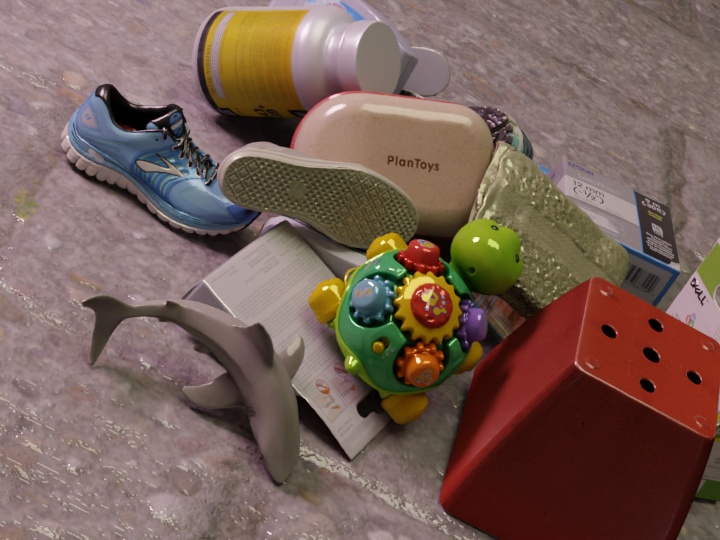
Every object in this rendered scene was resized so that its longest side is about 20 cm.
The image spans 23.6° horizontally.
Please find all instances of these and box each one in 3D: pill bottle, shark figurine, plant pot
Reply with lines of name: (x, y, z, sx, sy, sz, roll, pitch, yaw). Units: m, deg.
pill bottle: (-0.063, -0.209, 1.726, 0.198, 0.113, 0.112, 5, 16, 35)
shark figurine: (-0.114, 0.056, 1.389, 0.214, 0.090, 0.129, 35, 60, -4)
plant pot: (0.208, 0.129, 1.489, 0.199, 0.177, 0.200, 27, 37, -4)

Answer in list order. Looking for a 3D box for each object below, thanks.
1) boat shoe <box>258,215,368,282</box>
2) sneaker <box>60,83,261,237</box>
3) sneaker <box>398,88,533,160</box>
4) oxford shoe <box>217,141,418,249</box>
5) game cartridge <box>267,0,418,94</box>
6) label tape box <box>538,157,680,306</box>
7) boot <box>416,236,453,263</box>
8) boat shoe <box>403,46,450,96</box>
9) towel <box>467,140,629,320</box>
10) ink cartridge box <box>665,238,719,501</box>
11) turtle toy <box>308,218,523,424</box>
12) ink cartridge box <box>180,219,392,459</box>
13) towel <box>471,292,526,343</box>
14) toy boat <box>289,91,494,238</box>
boat shoe: (0.000, 0.000, 1.608, 0.199, 0.072, 0.071, 34, 36, 10)
sneaker: (-0.176, -0.104, 1.589, 0.199, 0.090, 0.079, 27, 32, -8)
sneaker: (0.087, -0.131, 1.767, 0.199, 0.078, 0.086, 16, -4, 35)
oxford shoe: (-0.039, -0.072, 1.571, 0.198, 0.076, 0.058, 15, 13, -19)
game cartridge: (-0.035, -0.227, 1.801, 0.199, 0.134, 0.040, 36, 7, 34)
label tape box: (0.276, -0.060, 1.930, 0.142, 0.066, 0.201, 24, 34, -12)
boot: (0.063, -0.061, 1.764, 0.073, 0.076, 0.200, -19, 40, -32)
boat shoe: (0.000, -0.233, 1.905, 0.198, 0.073, 0.066, 6, 2, -8)
towel: (0.177, -0.015, 1.634, 0.200, 0.036, 0.149, 41, 51, -26)
ink cartridge box: (0.341, 0.097, 1.637, 0.075, 0.201, 0.149, 13, 36, -26)
turtle toy: (0.059, 0.029, 1.502, 0.200, 0.101, 0.146, -39, 92, -28)
ink cartridge box: (-0.051, 0.066, 1.521, 0.200, 0.047, 0.160, 51, 33, 0)
towel: (0.182, 0.044, 1.663, 0.200, 0.022, 0.147, 49, 44, -10)
toy boat: (0.026, -0.100, 1.674, 0.198, 0.132, 0.131, 7, -4, -13)
